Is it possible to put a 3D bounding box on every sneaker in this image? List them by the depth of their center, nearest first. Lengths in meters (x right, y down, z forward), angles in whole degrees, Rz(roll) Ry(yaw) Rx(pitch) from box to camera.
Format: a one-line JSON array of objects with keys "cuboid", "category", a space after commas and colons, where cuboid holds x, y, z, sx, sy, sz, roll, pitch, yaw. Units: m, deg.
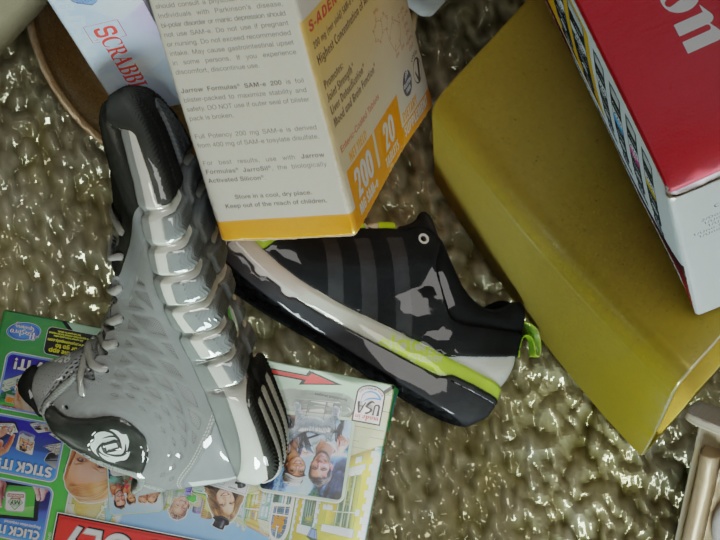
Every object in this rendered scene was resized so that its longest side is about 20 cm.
[{"cuboid": [-0.116, 0.020, 1.061, 0.115, 0.075, 0.200, -15, 105, 12], "category": "sneaker"}, {"cuboid": [0.000, 0.000, 1.144, 0.200, 0.072, 0.083, 34, 81, -14], "category": "sneaker"}]

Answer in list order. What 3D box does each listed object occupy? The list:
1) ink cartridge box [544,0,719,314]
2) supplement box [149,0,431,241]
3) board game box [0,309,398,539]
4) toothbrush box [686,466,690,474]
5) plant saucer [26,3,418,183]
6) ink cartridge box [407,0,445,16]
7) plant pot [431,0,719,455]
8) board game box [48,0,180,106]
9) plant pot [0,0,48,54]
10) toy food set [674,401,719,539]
[{"cuboid": [0.128, -0.111, 0.944, 0.084, 0.176, 0.200, -24, 65, 3], "category": "ink cartridge box"}, {"cuboid": [-0.036, -0.130, 1.033, 0.073, 0.126, 0.200, -2, 122, 23], "category": "supplement box"}, {"cuboid": [-0.091, 0.104, 1.120, 0.199, 0.029, 0.135, 10, 83, 5], "category": "board game box"}, {"cuboid": [0.294, 0.091, 1.165, 0.200, 0.086, 0.146, -41, 92, -10], "category": "toothbrush box"}, {"cuboid": [-0.071, -0.140, 1.157, 0.200, 0.035, 0.201, 1, 85, -7], "category": "plant saucer"}, {"cuboid": [0.039, -0.253, 1.134, 0.144, 0.085, 0.200, 36, 66, -5], "category": "ink cartridge box"}, {"cuboid": [0.142, -0.054, 1.110, 0.176, 0.200, 0.200, 40, 81, 11], "category": "plant pot"}, {"cuboid": [-0.127, -0.203, 1.020, 0.041, 0.200, 0.200, -12, 64, 7], "category": "board game box"}, {"cuboid": [-0.250, -0.150, 1.047, 0.177, 0.200, 0.200, -30, 90, -7], "category": "plant pot"}, {"cuboid": [0.208, 0.168, 1.092, 0.143, 0.060, 0.200, 20, 125, 20], "category": "toy food set"}]
